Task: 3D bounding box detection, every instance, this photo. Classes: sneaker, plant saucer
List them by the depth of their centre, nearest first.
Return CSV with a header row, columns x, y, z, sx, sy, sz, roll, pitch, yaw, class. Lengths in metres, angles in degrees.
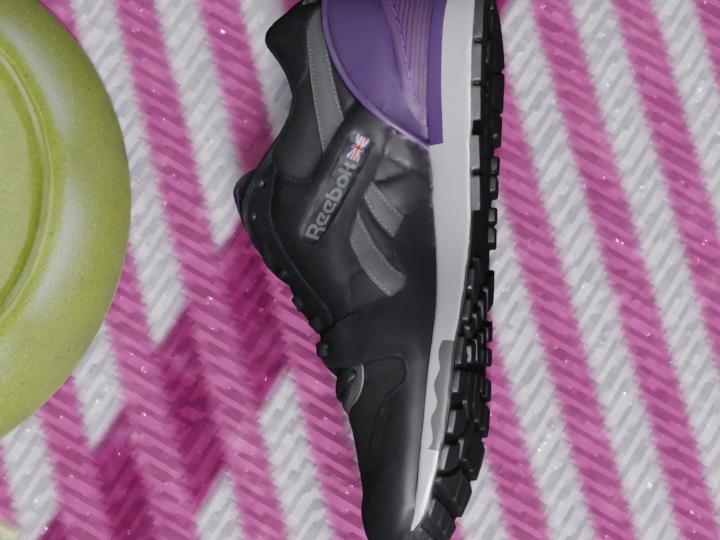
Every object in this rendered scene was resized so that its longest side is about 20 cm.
x,y,z,sx,sy,sz,roll,pitch,yaw,class
0.000,0.000,0.805,0.087,0.076,0.200,1,73,11,sneaker
-0.179,-0.026,0.808,0.200,0.031,0.200,1,78,-4,plant saucer
